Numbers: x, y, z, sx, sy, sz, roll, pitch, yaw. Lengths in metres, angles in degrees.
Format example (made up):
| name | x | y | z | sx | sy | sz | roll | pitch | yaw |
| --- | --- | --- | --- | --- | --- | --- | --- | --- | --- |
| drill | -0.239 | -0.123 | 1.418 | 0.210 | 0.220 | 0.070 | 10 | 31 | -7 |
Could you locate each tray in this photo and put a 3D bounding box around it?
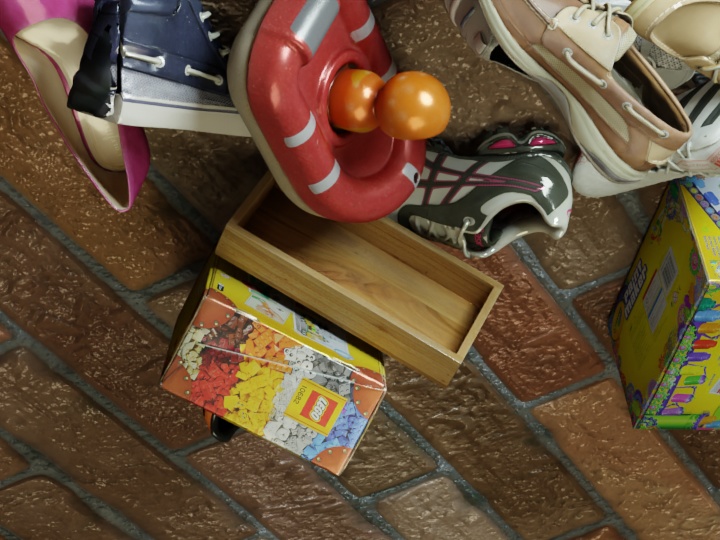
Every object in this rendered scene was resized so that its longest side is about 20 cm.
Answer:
| name | x | y | z | sx | sy | sz | roll | pitch | yaw |
| --- | --- | --- | --- | --- | --- | --- | --- | --- | --- |
| tray | 0.000 | 0.000 | 1.400 | 0.200 | 0.099 | 0.037 | 30 | 133 | 3 |

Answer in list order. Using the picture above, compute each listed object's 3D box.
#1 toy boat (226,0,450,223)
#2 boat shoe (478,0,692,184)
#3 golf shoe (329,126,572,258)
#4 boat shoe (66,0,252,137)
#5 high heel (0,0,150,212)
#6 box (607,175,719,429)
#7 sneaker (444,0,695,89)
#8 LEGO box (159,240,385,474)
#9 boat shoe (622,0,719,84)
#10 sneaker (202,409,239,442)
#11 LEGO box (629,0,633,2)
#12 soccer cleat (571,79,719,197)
| name | x | y | z | sx | sy | sz | roll | pitch | yaw |
| --- | --- | --- | --- | --- | --- | --- | --- | --- | --- |
| toy boat | 0.003 | -0.116 | 1.291 | 0.131 | 0.131 | 0.200 | 13 | 151 | 30 |
| boat shoe | 0.151 | -0.152 | 1.237 | 0.072 | 0.076 | 0.200 | -27 | 111 | 38 |
| golf shoe | 0.065 | -0.053 | 1.436 | 0.200 | 0.088 | 0.077 | -12 | 142 | 9 |
| boat shoe | -0.111 | -0.147 | 1.301 | 0.200 | 0.075 | 0.093 | -1 | 106 | -50 |
| high heel | -0.204 | -0.129 | 1.285 | 0.067 | 0.096 | 0.200 | -15 | 141 | 8 |
| box | 0.335 | 0.031 | 1.557 | 0.192 | 0.122 | 0.200 | 2 | 139 | -13 |
| sneaker | 0.154 | -0.154 | 1.330 | 0.200 | 0.082 | 0.075 | 10 | 138 | -21 |
| LEGO box | -0.064 | 0.061 | 1.417 | 0.149 | 0.200 | 0.077 | 27 | 101 | -7 |
| boat shoe | 0.257 | -0.166 | 1.294 | 0.200 | 0.065 | 0.071 | -1 | 148 | -48 |
| sneaker | -0.058 | 0.075 | 1.565 | 0.200 | 0.090 | 0.070 | -34 | 134 | 29 |
| LEGO box | 0.145 | -0.279 | 1.181 | 0.200 | 0.077 | 0.149 | 21 | 132 | -31 |
| soccer cleat | 0.250 | -0.098 | 1.414 | 0.200 | 0.085 | 0.069 | -27 | 138 | 21 |
